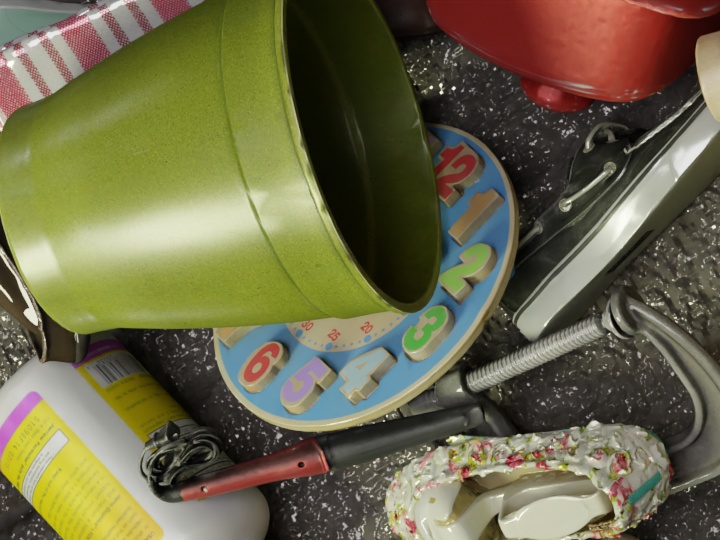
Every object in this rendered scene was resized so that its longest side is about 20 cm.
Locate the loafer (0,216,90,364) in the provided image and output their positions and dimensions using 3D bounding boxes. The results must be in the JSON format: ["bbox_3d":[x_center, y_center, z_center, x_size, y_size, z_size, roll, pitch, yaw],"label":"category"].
[{"bbox_3d":[-0.224,-0.025,1.701,0.071,0.073,0.200,-30,83,-18],"label":"loafer"}]

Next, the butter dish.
[{"bbox_3d":[0.121,-0.154,1.602,0.200,0.199,0.148,24,124,19],"label":"butter dish"}]

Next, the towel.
[{"bbox_3d":[-0.102,-0.100,1.665,0.200,0.030,0.146,-23,120,10],"label":"towel"}]

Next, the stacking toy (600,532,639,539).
[{"bbox_3d":[0.070,0.200,1.673,0.200,0.085,0.086,-10,87,30],"label":"stacking toy"}]

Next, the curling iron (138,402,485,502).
[{"bbox_3d":[-0.029,0.099,1.657,0.200,0.050,0.026,-8,44,7],"label":"curling iron"}]

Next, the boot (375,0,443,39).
[{"bbox_3d":[-0.047,-0.185,1.659,0.200,0.064,0.187,-16,119,9],"label":"boot"}]

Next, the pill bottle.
[{"bbox_3d":[-0.125,0.135,1.735,0.200,0.104,0.104,46,107,17],"label":"pill bottle"}]

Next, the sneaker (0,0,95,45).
[{"bbox_3d":[-0.200,-0.102,1.750,0.200,0.118,0.074,-4,130,22],"label":"sneaker"}]

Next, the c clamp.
[{"bbox_3d":[0.110,0.066,1.634,0.200,0.027,0.171,-20,105,37],"label":"c clamp"}]

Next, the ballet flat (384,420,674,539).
[{"bbox_3d":[0.081,0.127,1.639,0.200,0.064,0.076,-19,109,39],"label":"ballet flat"}]

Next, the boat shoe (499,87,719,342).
[{"bbox_3d":[0.142,-0.047,1.635,0.064,0.071,0.200,48,109,14],"label":"boat shoe"}]

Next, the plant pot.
[{"bbox_3d":[-0.083,-0.051,1.583,0.193,0.200,0.201,-15,85,20],"label":"plant pot"}]

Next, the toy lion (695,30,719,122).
[{"bbox_3d":[0.243,-0.014,1.529,0.069,0.200,0.192,-15,66,21],"label":"toy lion"}]

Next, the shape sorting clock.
[{"bbox_3d":[0.000,0.000,1.660,0.200,0.039,0.200,-20,46,21],"label":"shape sorting clock"}]
